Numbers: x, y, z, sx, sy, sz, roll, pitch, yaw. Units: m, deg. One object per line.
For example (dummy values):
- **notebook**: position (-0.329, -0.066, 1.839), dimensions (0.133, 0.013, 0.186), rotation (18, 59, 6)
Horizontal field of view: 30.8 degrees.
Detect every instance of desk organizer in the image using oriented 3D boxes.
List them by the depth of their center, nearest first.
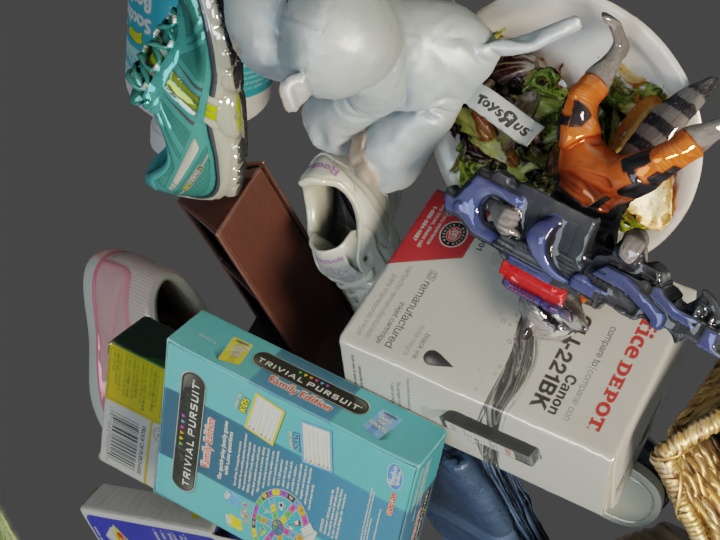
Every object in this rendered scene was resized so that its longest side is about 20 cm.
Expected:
- **desk organizer**: position (-0.072, 0.018, 1.006), dimensions (0.072, 0.077, 0.200), rotation (-3, 133, 35)

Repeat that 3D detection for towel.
- **towel**: position (0.082, 0.166, 0.990), dimensions (0.112, 0.049, 0.200), rotation (23, 155, 39)

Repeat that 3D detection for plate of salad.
- **plate of salad**: position (0.130, -0.088, 0.880), dimensions (0.200, 0.048, 0.201), rotation (16, 122, 27)

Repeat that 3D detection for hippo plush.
- **hippo plush**: position (-0.004, -0.126, 0.832), dimensions (0.200, 0.161, 0.160), rotation (33, 113, 33)

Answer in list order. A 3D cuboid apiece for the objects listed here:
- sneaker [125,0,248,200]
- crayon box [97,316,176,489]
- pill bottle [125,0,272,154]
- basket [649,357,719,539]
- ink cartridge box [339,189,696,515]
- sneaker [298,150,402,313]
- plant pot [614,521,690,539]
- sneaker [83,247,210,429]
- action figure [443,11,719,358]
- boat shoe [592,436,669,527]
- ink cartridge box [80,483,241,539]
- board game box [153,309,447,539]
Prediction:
- **sneaker**: position (-0.118, -0.133, 0.877), dimensions (0.079, 0.078, 0.200), rotation (0, 123, -2)
- **crayon box**: position (-0.108, 0.135, 1.027), dimensions (0.200, 0.051, 0.127), rotation (25, 125, 18)
- **pill bottle**: position (-0.115, -0.181, 0.955), dimensions (0.111, 0.111, 0.200), rotation (22, 123, 23)
- **basket**: position (0.302, 0.146, 0.818), dimensions (0.143, 0.149, 0.200), rotation (-22, 99, 39)
- **ink cartridge box**: position (0.108, 0.052, 0.888), dimensions (0.200, 0.144, 0.084), rotation (23, 151, 19)
- **sneaker**: position (0.000, 0.000, 0.978), dimensions (0.075, 0.100, 0.200), rotation (-8, 110, 34)
- **plant pot**: position (0.235, 0.241, 0.915), dimensions (0.201, 0.201, 0.093), rotation (29, 92, 19)
- **sneaker**: position (-0.182, 0.082, 1.156), dimensions (0.104, 0.075, 0.201), rotation (9, 114, 36)
- **action figure**: position (0.165, -0.030, 0.797), dimensions (0.200, 0.105, 0.194), rotation (39, 110, 25)
- **boat shoe**: position (0.143, 0.107, 0.961), dimensions (0.200, 0.062, 0.075), rotation (31, 125, 14)
- **ink cartridge box**: position (-0.127, 0.278, 1.149), dimensions (0.200, 0.047, 0.198), rotation (2, 128, 33)
- **board game box**: position (-0.048, 0.136, 0.926), dimensions (0.200, 0.047, 0.151), rotation (25, 128, 18)
